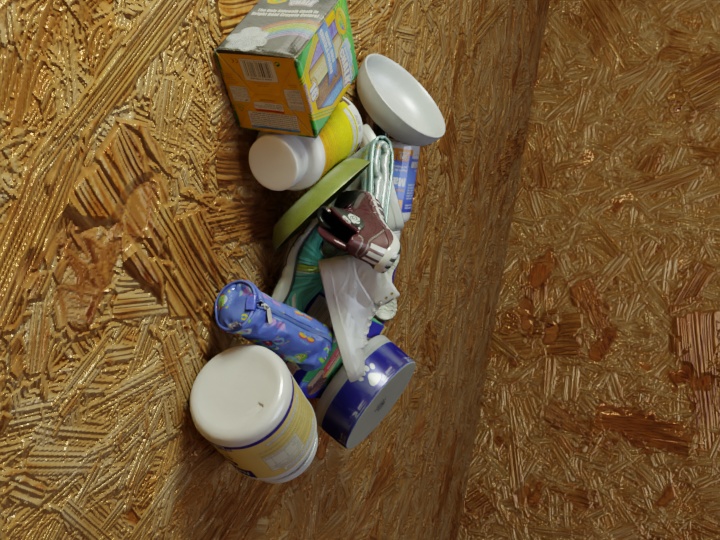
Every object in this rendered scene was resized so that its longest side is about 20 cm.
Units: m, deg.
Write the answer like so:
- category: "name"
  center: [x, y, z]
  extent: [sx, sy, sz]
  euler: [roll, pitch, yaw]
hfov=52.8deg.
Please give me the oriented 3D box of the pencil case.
- category: "pencil case"
  center: [-0.119, 0.081, 1.046]
  extent: [0.200, 0.086, 0.079]
  euler: [35, 58, -46]

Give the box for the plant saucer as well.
- category: "plant saucer"
  center: [-0.067, -0.108, 1.108]
  extent: [0.200, 0.031, 0.200]
  euler: [-42, -177, 3]

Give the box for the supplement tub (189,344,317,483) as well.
- category: "supplement tub"
  center: [-0.144, 0.213, 1.041]
  extent: [0.200, 0.145, 0.146]
  euler: [70, 36, -53]

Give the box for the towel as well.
- category: "towel"
  center: [-0.009, -0.108, 1.217]
  extent: [0.048, 0.171, 0.201]
  euler: [15, 73, -26]

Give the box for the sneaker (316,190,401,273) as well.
- category: "sneaker"
  center: [-0.022, -0.081, 1.063]
  extent: [0.115, 0.200, 0.076]
  euler: [23, 108, -33]

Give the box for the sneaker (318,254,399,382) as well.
- category: "sneaker"
  center: [0.010, 0.069, 1.113]
  extent: [0.074, 0.115, 0.201]
  euler: [-125, -157, -73]

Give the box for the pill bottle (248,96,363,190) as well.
- category: "pill bottle"
  center: [-0.080, -0.186, 1.063]
  extent: [0.200, 0.109, 0.110]
  euler: [-48, 143, -55]

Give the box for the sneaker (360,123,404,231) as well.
- category: "sneaker"
  center: [0.014, -0.159, 1.309]
  extent: [0.073, 0.084, 0.201]
  euler: [-126, -161, -80]

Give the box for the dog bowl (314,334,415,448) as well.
- category: "dog bowl"
  center: [0.009, 0.219, 1.305]
  extent: [0.200, 0.079, 0.200]
  euler: [-45, 160, -21]

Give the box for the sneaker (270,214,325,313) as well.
- category: "sneaker"
  center: [-0.082, 0.002, 1.151]
  extent: [0.078, 0.079, 0.201]
  euler: [-51, 162, -86]

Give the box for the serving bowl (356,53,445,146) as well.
- category: "serving bowl"
  center: [0.064, -0.303, 1.340]
  extent: [0.066, 0.200, 0.200]
  euler: [-41, -179, 32]

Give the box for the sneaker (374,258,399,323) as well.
- category: "sneaker"
  center: [0.035, 0.027, 1.539]
  extent: [0.100, 0.069, 0.201]
  euler: [120, -22, -60]

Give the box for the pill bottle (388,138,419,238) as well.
- category: "pill bottle"
  center: [0.048, -0.153, 1.407]
  extent: [0.112, 0.111, 0.201]
  euler: [-20, 120, -66]

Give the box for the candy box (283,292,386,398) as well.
- category: "candy box"
  center: [-0.057, 0.135, 1.253]
  extent: [0.170, 0.077, 0.200]
  euler: [-56, 159, 2]

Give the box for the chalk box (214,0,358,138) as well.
- category: "chalk box"
  center: [-0.084, -0.293, 0.982]
  extent: [0.124, 0.124, 0.201]
  euler: [77, 32, -46]

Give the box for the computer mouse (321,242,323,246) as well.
- category: "computer mouse"
  center: [-0.027, -0.126, 1.338]
  extent: [0.059, 0.034, 0.201]
  euler: [56, 48, -61]

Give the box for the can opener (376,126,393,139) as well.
- category: "can opener"
  center: [0.049, -0.242, 1.479]
  extent: [0.067, 0.053, 0.201]
  euler: [-145, -118, -77]
